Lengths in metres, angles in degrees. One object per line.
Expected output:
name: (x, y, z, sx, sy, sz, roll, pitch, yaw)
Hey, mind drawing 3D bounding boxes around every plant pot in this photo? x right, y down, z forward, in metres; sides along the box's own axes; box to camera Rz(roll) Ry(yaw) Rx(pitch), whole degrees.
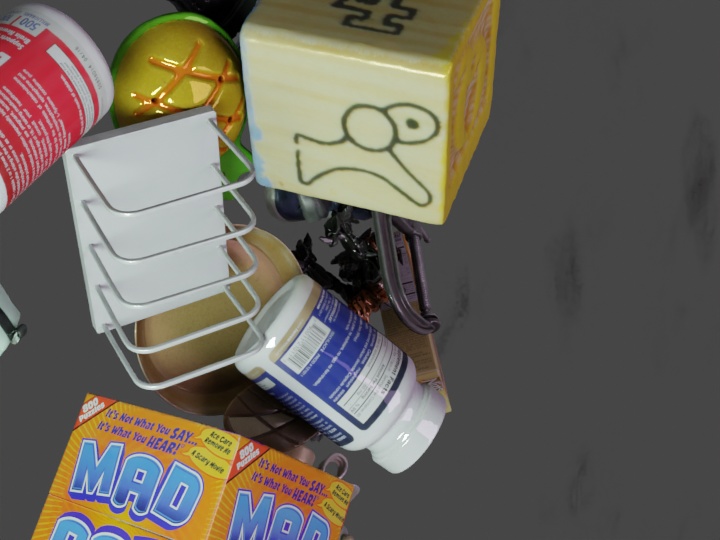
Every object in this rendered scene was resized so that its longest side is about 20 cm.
plant pot: (-0.143, 0.049, 1.127, 0.199, 0.027, 0.202, -10, 108, -32)

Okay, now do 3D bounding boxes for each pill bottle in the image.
pill bottle: (-0.293, -0.110, 0.850, 0.200, 0.111, 0.113, -54, 136, -35)
pill bottle: (-0.017, 0.106, 1.089, 0.200, 0.116, 0.116, 39, 60, -13)

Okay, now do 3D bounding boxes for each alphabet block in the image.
alphabet block: (0.015, -0.190, 1.064, 0.196, 0.198, 0.197, 89, 20, -48)

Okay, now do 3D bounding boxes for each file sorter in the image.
file sorter: (-0.165, -0.015, 0.965, 0.138, 0.125, 0.201, -18, 132, -23)

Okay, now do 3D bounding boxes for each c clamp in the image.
c clamp: (0.059, -0.007, 1.251, 0.171, 0.027, 0.201, 49, 28, -47)

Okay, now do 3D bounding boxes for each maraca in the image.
maraca: (-0.164, -0.145, 1.032, 0.136, 0.107, 0.201, -21, 126, -15)

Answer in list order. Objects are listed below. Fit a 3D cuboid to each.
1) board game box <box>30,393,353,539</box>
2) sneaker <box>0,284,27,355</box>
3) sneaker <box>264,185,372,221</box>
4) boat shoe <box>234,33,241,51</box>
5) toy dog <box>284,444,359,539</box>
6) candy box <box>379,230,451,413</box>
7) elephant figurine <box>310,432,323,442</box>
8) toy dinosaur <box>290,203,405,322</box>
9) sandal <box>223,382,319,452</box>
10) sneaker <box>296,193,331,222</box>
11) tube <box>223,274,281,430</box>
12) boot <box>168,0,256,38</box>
board game box: (-0.162, 0.256, 1.036, 0.200, 0.199, 0.202, 37, 67, -52)
sneaker: (-0.341, 0.070, 0.846, 0.201, 0.073, 0.119, -57, 132, -35)
sneaker: (-0.025, -0.092, 1.263, 0.199, 0.084, 0.076, -11, 106, -54)
boat shoe: (-0.096, -0.219, 1.147, 0.201, 0.070, 0.072, -55, 137, -33)
toy dog: (-0.048, 0.279, 1.296, 0.200, 0.096, 0.133, 27, 75, -54)
candy box: (0.057, 0.067, 1.333, 0.116, 0.055, 0.201, 69, 6, -56)
elephant figurine: (-0.015, 0.135, 1.301, 0.155, 0.142, 0.200, -39, 150, -8)
toy dinosaur: (0.000, 0.000, 1.220, 0.102, 0.200, 0.136, -44, 102, 8)
sandal: (-0.056, 0.131, 1.162, 0.199, 0.054, 0.081, -31, 89, -28)
sneaker: (-0.011, -0.141, 1.188, 0.076, 0.114, 0.201, 71, 16, -49)
tube: (-0.121, 0.098, 1.203, 0.057, 0.052, 0.202, 3, 99, -18)
boot: (-0.143, -0.342, 1.046, 0.158, 0.079, 0.213, 37, 67, -52)
